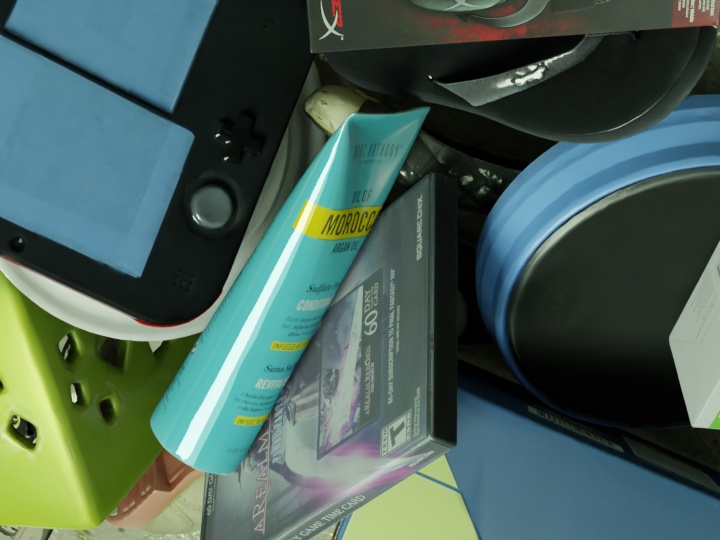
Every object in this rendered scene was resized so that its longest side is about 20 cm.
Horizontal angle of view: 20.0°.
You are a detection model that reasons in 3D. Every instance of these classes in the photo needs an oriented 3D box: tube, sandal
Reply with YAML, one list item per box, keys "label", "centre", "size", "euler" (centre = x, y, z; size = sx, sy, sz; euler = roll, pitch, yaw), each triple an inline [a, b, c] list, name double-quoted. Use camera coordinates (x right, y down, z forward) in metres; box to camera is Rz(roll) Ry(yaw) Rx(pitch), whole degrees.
- label: "tube"
  centre: [-0.034, 0.005, 0.976]
  size: [0.050, 0.077, 0.201]
  euler: [36, 111, 15]
- label: "sandal"
  centre: [0.064, -0.103, 0.933]
  size: [0.198, 0.077, 0.043]
  euler: [6, 168, 31]

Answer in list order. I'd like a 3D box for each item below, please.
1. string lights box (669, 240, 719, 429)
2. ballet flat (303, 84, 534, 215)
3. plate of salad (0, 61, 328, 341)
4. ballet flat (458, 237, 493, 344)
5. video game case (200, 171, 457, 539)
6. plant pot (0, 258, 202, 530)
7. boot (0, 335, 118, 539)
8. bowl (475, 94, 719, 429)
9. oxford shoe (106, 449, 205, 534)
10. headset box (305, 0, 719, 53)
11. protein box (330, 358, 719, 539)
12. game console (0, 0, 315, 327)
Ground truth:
- label: "string lights box"
  centre: [0.257, 0.028, 0.950]
  size: [0.198, 0.059, 0.103]
  euler: [6, 136, -14]
- label: "ballet flat"
  centre: [0.068, -0.056, 1.017]
  size: [0.198, 0.067, 0.057]
  euler: [20, 105, -2]
- label: "plate of salad"
  centre: [-0.107, -0.067, 0.995]
  size: [0.200, 0.200, 0.048]
  euler: [47, 160, -20]
- label: "ballet flat"
  centre: [0.000, 0.000, 1.079]
  size: [0.199, 0.069, 0.068]
  euler: [27, 137, -2]
- label: "video game case"
  centre: [-0.018, 0.059, 0.991]
  size: [0.019, 0.144, 0.200]
  euler: [22, 141, -28]
- label: "plant pot"
  centre: [-0.200, 0.002, 1.085]
  size: [0.198, 0.199, 0.183]
  euler: [1, 123, 25]
- label: "boot"
  centre: [-0.236, 0.084, 1.256]
  size: [0.149, 0.074, 0.201]
  euler: [26, 140, -1]
- label: "bowl"
  centre: [0.155, 0.004, 0.983]
  size: [0.198, 0.040, 0.202]
  euler: [-4, 136, -4]
- label: "oxford shoe"
  centre: [-0.071, 0.103, 1.216]
  size: [0.073, 0.071, 0.199]
  euler: [24, 141, -36]
- label: "headset box"
  centre: [0.071, -0.178, 0.851]
  size: [0.198, 0.078, 0.150]
  euler: [-3, 129, 1]
- label: "protein box"
  centre: [0.089, 0.140, 1.048]
  size: [0.197, 0.200, 0.136]
  euler: [23, 92, 2]
- label: "game console"
  centre: [-0.128, -0.085, 0.935]
  size: [0.199, 0.178, 0.031]
  euler: [26, 172, -22]
